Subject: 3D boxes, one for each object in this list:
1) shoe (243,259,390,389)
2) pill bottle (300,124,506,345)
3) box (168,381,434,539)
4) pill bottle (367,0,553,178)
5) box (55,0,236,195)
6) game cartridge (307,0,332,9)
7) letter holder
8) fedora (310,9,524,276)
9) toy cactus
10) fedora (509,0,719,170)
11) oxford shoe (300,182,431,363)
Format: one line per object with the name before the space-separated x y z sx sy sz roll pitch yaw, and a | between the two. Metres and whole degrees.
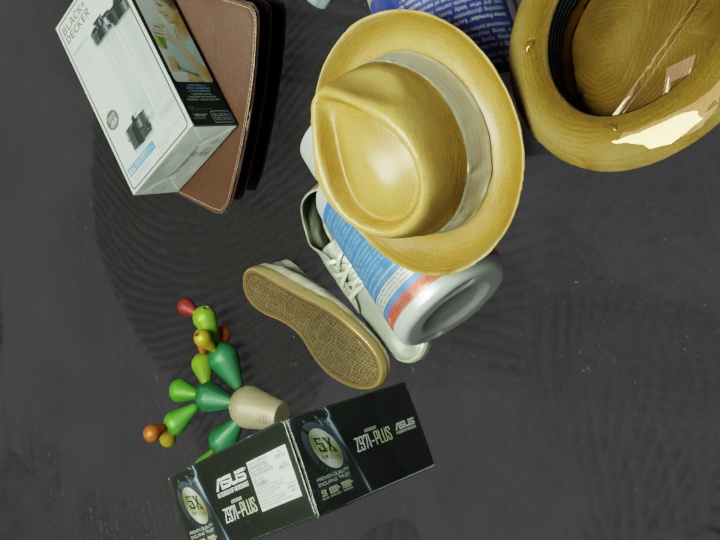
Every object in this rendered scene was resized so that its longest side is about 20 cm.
shoe | -0.036 0.045 0.948 0.199 0.053 0.071 35 129 33
pill bottle | 0.029 -0.048 0.834 0.113 0.111 0.202 -49 65 35
box | -0.058 0.191 0.913 0.199 0.162 0.088 -32 75 41
pill bottle | 0.079 -0.167 0.768 0.115 0.114 0.204 -25 79 42
box | -0.212 -0.190 0.939 0.116 0.060 0.203 -37 74 37
game cartridge | -0.015 -0.335 0.829 0.134 0.041 0.203 -53 33 38
letter holder | -0.128 -0.174 0.974 0.141 0.100 0.204 25 112 36
fedora | 0.022 -0.087 0.702 0.198 0.081 0.205 13 111 36
toy cactus | -0.154 0.140 1.057 0.162 0.102 0.205 8 93 32
fedora | 0.200 -0.159 0.657 0.198 0.081 0.206 -8 77 38
oxford shoe | 0.000 0.000 0.906 0.075 0.057 0.202 -41 70 35
